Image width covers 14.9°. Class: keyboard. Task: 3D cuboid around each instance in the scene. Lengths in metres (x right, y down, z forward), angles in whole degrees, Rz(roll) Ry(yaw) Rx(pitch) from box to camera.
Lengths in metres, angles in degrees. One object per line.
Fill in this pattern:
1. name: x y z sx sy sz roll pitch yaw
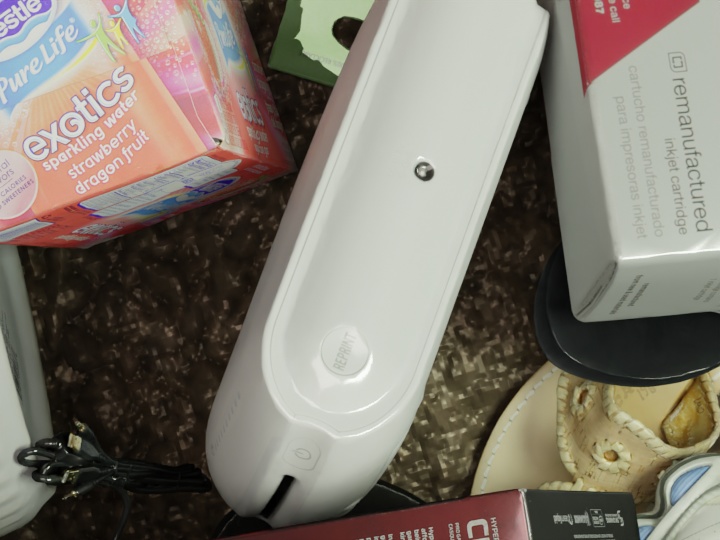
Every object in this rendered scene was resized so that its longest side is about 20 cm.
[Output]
1. keyboard: -0.107 0.120 1.066 0.021 0.200 0.127 29 95 31

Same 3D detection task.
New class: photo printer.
1. photo printer: 0.000 0.000 1.036 0.069 0.166 0.201 21 72 -3

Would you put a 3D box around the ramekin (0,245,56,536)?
1. ramekin: -0.187 0.021 1.074 0.105 0.200 0.201 -13 88 -3

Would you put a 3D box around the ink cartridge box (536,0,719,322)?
1. ink cartridge box: 0.172 -0.068 1.020 0.199 0.086 0.148 -6 74 -6

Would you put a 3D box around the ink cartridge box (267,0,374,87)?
1. ink cartridge box: 0.033 -0.166 1.113 0.103 0.059 0.201 16 92 5

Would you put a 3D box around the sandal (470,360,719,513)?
1. sandal: 0.113 0.048 1.098 0.078 0.070 0.212 41 94 5

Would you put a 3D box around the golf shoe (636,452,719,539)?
1. golf shoe: 0.110 0.171 1.054 0.078 0.097 0.200 24 101 -34

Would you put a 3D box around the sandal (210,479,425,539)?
1. sandal: 0.035 0.142 1.099 0.199 0.045 0.075 26 102 -5

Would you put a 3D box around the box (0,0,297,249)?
1. box: -0.096 -0.069 1.057 0.102 0.200 0.095 -19 88 7

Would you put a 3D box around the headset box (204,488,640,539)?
1. headset box: 0.012 0.126 0.990 0.199 0.149 0.075 -11 82 20

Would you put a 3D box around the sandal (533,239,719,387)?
1. sandal: 0.162 -0.007 1.069 0.199 0.043 0.076 -12 73 -11
